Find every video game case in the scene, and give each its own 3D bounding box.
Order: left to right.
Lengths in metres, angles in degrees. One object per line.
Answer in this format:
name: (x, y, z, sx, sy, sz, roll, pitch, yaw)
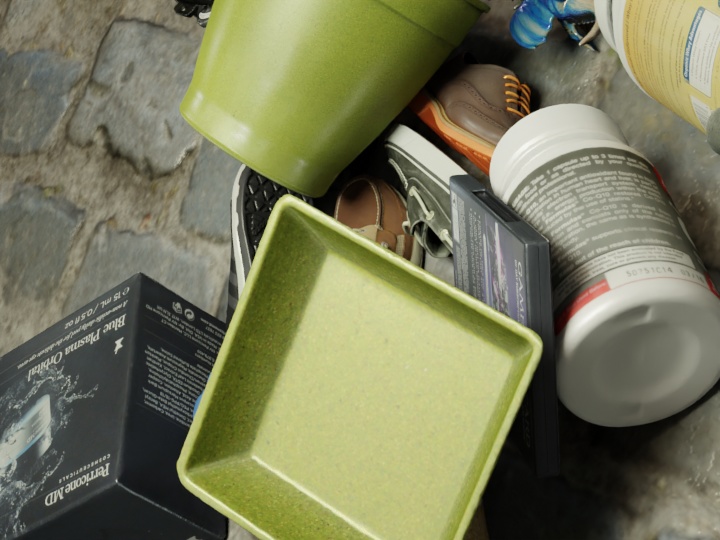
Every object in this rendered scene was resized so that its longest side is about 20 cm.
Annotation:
video game case: (0.089, 0.029, 1.121, 0.200, 0.019, 0.144, -128, 32, -72)

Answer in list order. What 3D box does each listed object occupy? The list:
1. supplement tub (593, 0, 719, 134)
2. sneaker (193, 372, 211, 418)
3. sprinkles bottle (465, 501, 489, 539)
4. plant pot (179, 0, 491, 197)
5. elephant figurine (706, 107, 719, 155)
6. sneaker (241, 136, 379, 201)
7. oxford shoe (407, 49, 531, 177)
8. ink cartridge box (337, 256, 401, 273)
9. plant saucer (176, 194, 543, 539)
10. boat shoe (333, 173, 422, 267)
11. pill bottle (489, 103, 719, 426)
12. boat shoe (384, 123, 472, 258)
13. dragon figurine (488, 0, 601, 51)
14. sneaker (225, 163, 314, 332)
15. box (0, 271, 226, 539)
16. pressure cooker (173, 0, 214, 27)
supplement tub: (0.245, -0.151, 1.095, 0.145, 0.144, 0.200, -51, 36, 6)
sneaker: (-0.087, 0.098, 1.291, 0.200, 0.065, 0.079, -147, 49, -76)
sprinkles bottle: (0.048, 0.152, 1.153, 0.068, 0.068, 0.201, -36, 40, 26)
plant pot: (-0.037, -0.168, 1.331, 0.194, 0.199, 0.200, -57, 34, 9)
elephant figurine: (0.245, -0.042, 0.951, 0.156, 0.199, 0.142, -51, 42, 9)
sneaker: (-0.011, -0.115, 1.450, 0.200, 0.076, 0.091, -48, 45, 23)
oxford shoe: (0.097, -0.115, 1.309, 0.073, 0.071, 0.200, -48, 35, 3)
ink cartridge box: (-0.013, 0.064, 1.209, 0.200, 0.047, 0.162, -154, 66, -81)
plant saucer: (0.004, 0.085, 1.069, 0.199, 0.048, 0.202, 30, 106, 28)
boat shoe: (0.000, 0.000, 1.328, 0.075, 0.072, 0.201, -34, 41, 28)
pill bottle: (0.151, -0.010, 1.121, 0.114, 0.114, 0.201, -40, 38, 21)
boat shoe: (0.060, -0.045, 1.295, 0.064, 0.071, 0.200, -50, 37, 5)
dragon figurine: (0.146, -0.195, 1.308, 0.201, 0.058, 0.100, -109, 26, -45)
sneaker: (-0.085, 0.006, 1.404, 0.083, 0.071, 0.202, -26, 59, 52)
box: (-0.208, 0.141, 1.426, 0.196, 0.117, 0.201, -29, 44, 32)
pressure cooker: (-0.083, -0.278, 1.540, 0.179, 0.200, 0.176, -49, 35, 7)
